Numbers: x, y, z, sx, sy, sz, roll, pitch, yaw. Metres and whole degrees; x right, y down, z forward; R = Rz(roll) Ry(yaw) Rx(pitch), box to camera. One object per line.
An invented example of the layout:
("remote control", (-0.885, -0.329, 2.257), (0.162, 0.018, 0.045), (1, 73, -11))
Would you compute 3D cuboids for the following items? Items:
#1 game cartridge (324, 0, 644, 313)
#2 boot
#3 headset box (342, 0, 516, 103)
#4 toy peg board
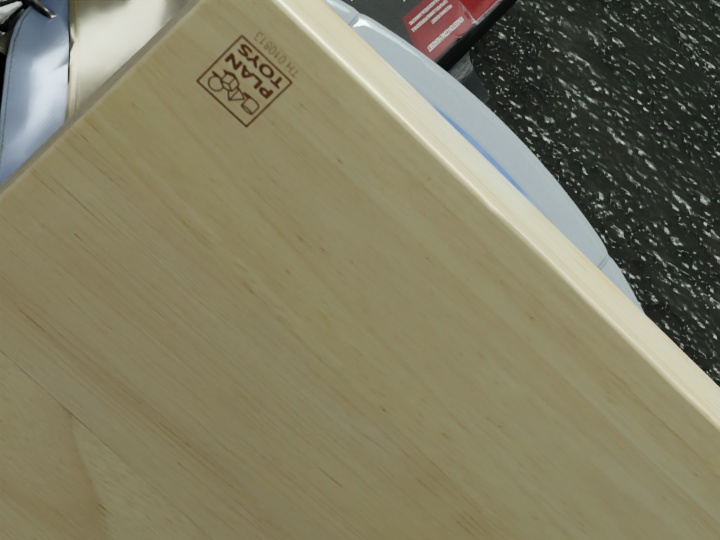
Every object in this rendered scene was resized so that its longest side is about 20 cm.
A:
("game cartridge", (0.000, 0.000, 0.800), (0.200, 0.133, 0.042), (42, -5, -15))
("boot", (-0.082, -0.094, 0.816), (0.096, 0.075, 0.202), (3, 85, -31))
("headset box", (-0.026, -0.131, 0.950), (0.200, 0.077, 0.149), (44, 37, -1))
("toy peg board", (-0.016, 0.026, 0.696), (0.200, 0.199, 0.098), (43, 29, -13))
